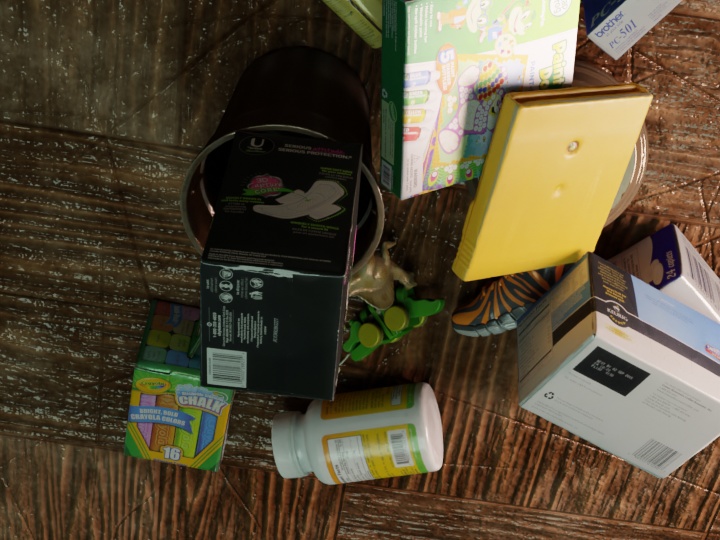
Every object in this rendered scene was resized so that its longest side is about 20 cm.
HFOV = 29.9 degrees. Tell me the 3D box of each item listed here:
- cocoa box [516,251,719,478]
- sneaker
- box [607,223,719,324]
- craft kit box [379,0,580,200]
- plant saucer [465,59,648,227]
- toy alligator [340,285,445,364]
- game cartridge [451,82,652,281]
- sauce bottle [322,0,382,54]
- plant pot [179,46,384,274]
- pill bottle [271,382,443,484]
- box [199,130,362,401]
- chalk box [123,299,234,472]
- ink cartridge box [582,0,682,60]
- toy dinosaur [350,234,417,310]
[{"bbox_3d":[0.280,0.100,1.421,0.200,0.131,0.133,27,128,-18],"label":"cocoa box"},{"bbox_3d":[0.174,0.002,1.537,0.200,0.078,0.112,-20,104,34],"label":"sneaker"},{"bbox_3d":[0.329,0.077,1.553,0.200,0.105,0.184,-32,120,25],"label":"box"},{"bbox_3d":[0.112,-0.183,1.262,0.197,0.048,0.201,-20,128,-27],"label":"craft kit box"},{"bbox_3d":[0.203,-0.122,1.418,0.199,0.029,0.201,2,109,5],"label":"plant saucer"},{"bbox_3d":[0.014,0.067,1.610,0.200,0.059,0.054,-33,76,29],"label":"toy alligator"},{"bbox_3d":[0.188,-0.088,1.335,0.176,0.032,0.201,-9,131,-33],"label":"game cartridge"},{"bbox_3d":[0.027,-0.249,1.348,0.066,0.066,0.200,-33,119,27],"label":"sauce bottle"},{"bbox_3d":[-0.069,-0.114,1.377,0.199,0.199,0.201,2,128,3],"label":"plant pot"},{"bbox_3d":[-0.004,0.207,1.681,0.199,0.111,0.111,-9,127,12],"label":"pill bottle"},{"bbox_3d":[-0.069,-0.008,1.207,0.124,0.200,0.149,7,129,1],"label":"box"},{"bbox_3d":[-0.209,0.123,1.626,0.123,0.125,0.200,11,127,-4],"label":"chalk box"},{"bbox_3d":[0.295,-0.297,1.267,0.044,0.094,0.200,34,123,-20],"label":"ink cartridge box"},{"bbox_3d":[0.000,0.000,1.499,0.058,0.200,0.101,-27,83,43],"label":"toy dinosaur"}]
